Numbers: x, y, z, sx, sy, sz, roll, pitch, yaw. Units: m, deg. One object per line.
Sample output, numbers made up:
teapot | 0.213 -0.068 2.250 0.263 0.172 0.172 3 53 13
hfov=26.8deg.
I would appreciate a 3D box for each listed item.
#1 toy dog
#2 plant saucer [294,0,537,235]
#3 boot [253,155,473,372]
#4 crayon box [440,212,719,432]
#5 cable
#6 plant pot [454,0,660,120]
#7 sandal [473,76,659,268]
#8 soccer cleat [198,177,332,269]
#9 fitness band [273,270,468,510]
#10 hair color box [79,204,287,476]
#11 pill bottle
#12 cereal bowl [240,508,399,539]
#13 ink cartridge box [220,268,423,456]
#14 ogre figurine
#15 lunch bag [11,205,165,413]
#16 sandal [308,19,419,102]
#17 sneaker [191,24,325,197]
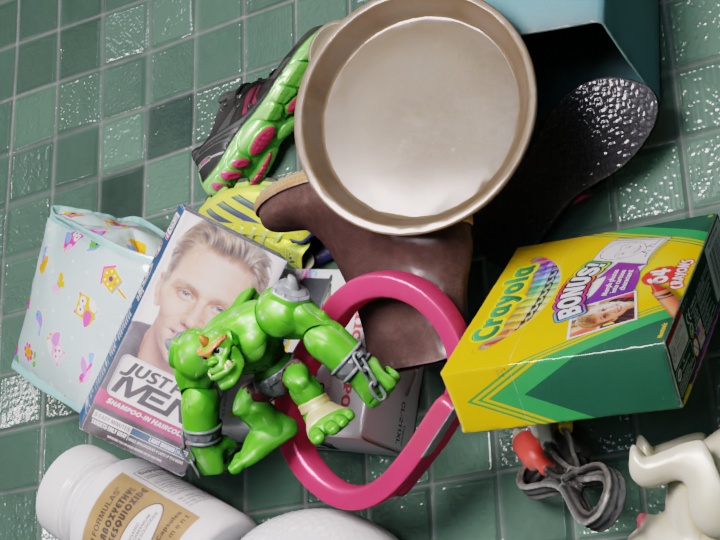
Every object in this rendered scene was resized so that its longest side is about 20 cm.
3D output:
toy dog | 0.271 0.173 1.068 0.193 0.140 0.201 40 95 -2
plant saucer | 0.044 -0.122 1.176 0.197 0.029 0.203 -5 74 18
boot | 0.000 0.000 1.219 0.198 0.072 0.169 -8 79 29
crayon box | 0.174 0.037 1.131 0.171 0.200 0.059 -9 113 29
cable | 0.146 0.148 1.134 0.050 0.200 0.098 31 105 -9
plant pot | 0.168 -0.252 1.264 0.140 0.141 0.203 -5 66 30
sandal | 0.169 -0.085 1.254 0.075 0.045 0.200 47 116 11
soccer cleat | -0.071 -0.039 1.381 0.198 0.065 0.085 -4 74 31
fitness band | 0.009 0.094 1.186 0.144 0.037 0.201 45 118 22
hair color box | -0.150 0.057 1.265 0.202 0.099 0.061 -64 12 1
pill bottle | -0.191 0.231 1.331 0.198 0.114 0.116 22 85 35
cereal bowl | -0.040 0.289 1.204 0.197 0.083 0.203 -3 78 13
ink cartridge box | -0.050 0.076 1.316 0.198 0.083 0.148 0 74 32
ogre figurine | -0.077 0.081 1.171 0.199 0.098 0.121 -22 101 50
lunch bag | -0.217 0.047 1.377 0.199 0.121 0.173 24 102 48
sandal | 0.021 -0.158 1.243 0.199 0.054 0.081 35 93 35
sneaker | -0.092 -0.160 1.429 0.200 0.077 0.084 -48 57 7
